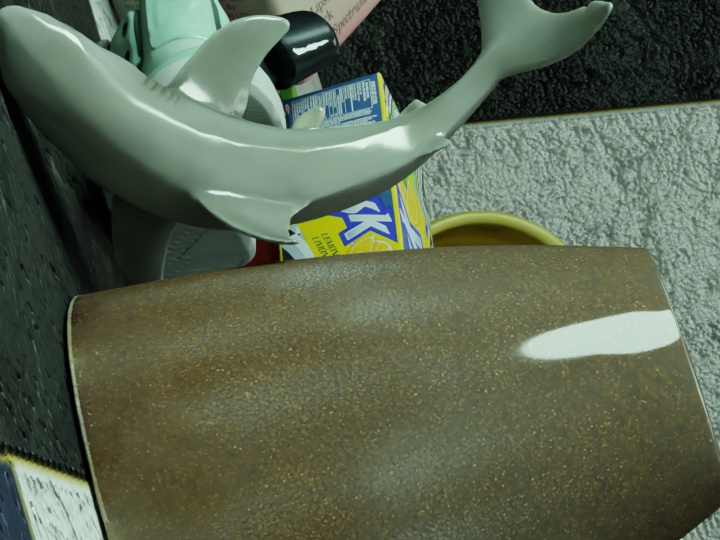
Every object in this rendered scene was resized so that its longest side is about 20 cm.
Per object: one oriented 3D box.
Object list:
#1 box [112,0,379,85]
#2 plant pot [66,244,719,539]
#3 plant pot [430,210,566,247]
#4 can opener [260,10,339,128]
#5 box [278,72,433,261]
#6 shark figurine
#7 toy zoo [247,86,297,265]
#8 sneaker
[{"bbox_3d":[-0.066,-0.209,1.413,0.128,0.108,0.201,-51,135,-37],"label":"box"},{"bbox_3d":[0.022,0.068,1.013,0.187,0.199,0.188,-18,90,-87],"label":"plant pot"},{"bbox_3d":[0.081,0.063,2.345,0.189,0.199,0.202,145,-72,-77],"label":"plant pot"},{"bbox_3d":[-0.069,-0.082,1.344,0.200,0.078,0.064,-177,-105,-70],"label":"can opener"},{"bbox_3d":[0.000,0.000,1.403,0.201,0.064,0.070,-95,164,-45],"label":"box"},{"bbox_3d":[-0.017,-0.041,1.037,0.090,0.213,0.129,-122,-154,-61],"label":"shark figurine"},{"bbox_3d":[-0.043,-0.008,1.511,0.131,0.020,0.201,-69,154,-68],"label":"toy zoo"},{"bbox_3d":[-0.077,-0.079,1.165,0.201,0.073,0.119,108,-28,-72],"label":"sneaker"}]
